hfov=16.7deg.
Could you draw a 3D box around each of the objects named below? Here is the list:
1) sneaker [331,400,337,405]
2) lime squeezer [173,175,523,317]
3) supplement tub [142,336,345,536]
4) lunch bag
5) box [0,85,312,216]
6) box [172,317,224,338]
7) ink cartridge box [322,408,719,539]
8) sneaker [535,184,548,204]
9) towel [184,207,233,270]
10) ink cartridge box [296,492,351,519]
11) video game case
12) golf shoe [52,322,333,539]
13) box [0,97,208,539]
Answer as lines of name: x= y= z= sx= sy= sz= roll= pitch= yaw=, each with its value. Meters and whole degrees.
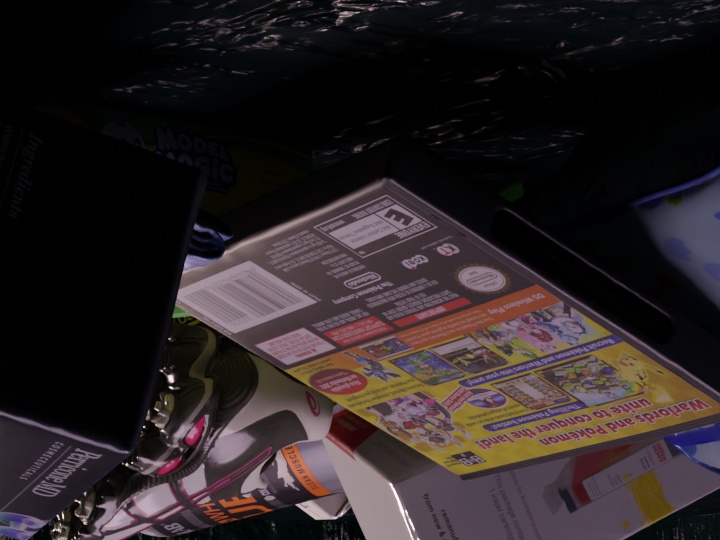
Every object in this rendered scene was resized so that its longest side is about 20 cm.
sneaker: x=0.021 y=0.007 z=1.256 sx=0.200 sy=0.085 sz=0.074 roll=-21 pitch=173 yaw=-45
lime squeezer: x=-0.009 y=-0.005 z=1.087 sx=0.199 sy=0.038 sz=0.071 roll=-18 pitch=-143 yaw=-13
supplement tub: x=-0.076 y=0.084 z=1.430 sx=0.199 sy=0.123 sz=0.122 roll=-16 pitch=166 yaw=17
lunch bag: x=0.167 y=0.005 z=0.975 sx=0.161 sy=0.083 sz=0.200 roll=46 pitch=150 yaw=-16
box: x=-0.110 y=-0.034 z=1.051 sx=0.200 sy=0.049 sz=0.117 roll=11 pitch=164 yaw=-43
box: x=-0.190 y=0.052 z=1.338 sx=0.200 sy=0.048 sz=0.193 roll=-10 pitch=-170 yaw=45
ink cartridge box: x=0.097 y=0.079 z=1.211 sx=0.200 sy=0.084 sz=0.145 roll=-26 pitch=-166 yaw=-11
sneaker: x=0.151 y=-0.012 z=1.111 sx=0.075 sy=0.079 sz=0.200 roll=3 pitch=170 yaw=-25
towel: x=-0.163 y=-0.035 z=0.915 sx=0.200 sy=0.024 sz=0.147 roll=27 pitch=154 yaw=-31
ink cartridge box: x=-0.011 y=0.094 z=1.549 sx=0.067 sy=0.117 sz=0.200 roll=38 pitch=172 yaw=-1
video game case: x=0.032 y=0.022 z=0.992 sx=0.180 sy=0.026 sz=0.200 roll=32 pitch=153 yaw=-22
golf shoe: x=-0.091 y=0.097 z=1.199 sx=0.088 sy=0.077 sz=0.200 roll=17 pitch=151 yaw=-24
box: x=-0.176 y=0.003 z=0.839 sx=0.199 sy=0.107 sz=0.148 roll=18 pitch=157 yaw=-15
